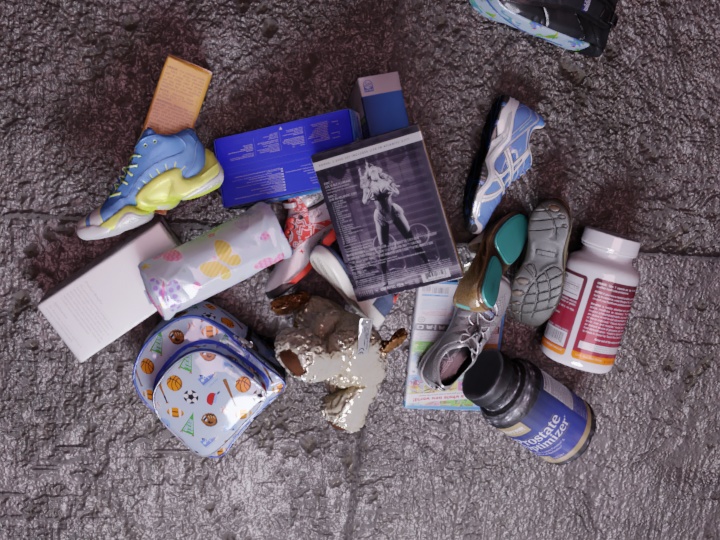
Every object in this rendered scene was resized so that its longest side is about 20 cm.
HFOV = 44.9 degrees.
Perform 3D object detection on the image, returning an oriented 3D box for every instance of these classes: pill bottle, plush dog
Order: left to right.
[{"bbox_3d":[-0.037,0.096,1.208,0.160,0.172,0.201,-40,130,-8],"label":"plush dog"},{"bbox_3d":[0.251,0.202,1.312,0.199,0.112,0.112,34,95,-24],"label":"pill bottle"},{"bbox_3d":[0.349,0.042,1.306,0.112,0.113,0.202,12,101,-13],"label":"pill bottle"}]

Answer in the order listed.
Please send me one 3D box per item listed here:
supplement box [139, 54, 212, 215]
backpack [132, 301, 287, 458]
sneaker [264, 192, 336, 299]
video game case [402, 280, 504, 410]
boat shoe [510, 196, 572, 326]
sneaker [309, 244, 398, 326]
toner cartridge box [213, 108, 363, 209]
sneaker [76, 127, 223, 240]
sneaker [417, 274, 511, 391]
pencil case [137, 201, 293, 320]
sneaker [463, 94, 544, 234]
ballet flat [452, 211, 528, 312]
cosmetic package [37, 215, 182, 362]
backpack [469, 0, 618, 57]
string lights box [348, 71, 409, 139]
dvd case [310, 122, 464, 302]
[{"bbox_3d":[-0.257,-0.181,1.160,0.068,0.067,0.202,16,100,-14],"label":"supplement box"},{"bbox_3d":[-0.217,0.146,1.207,0.190,0.154,0.200,43,95,-6],"label":"backpack"},{"bbox_3d":[-0.089,-0.064,1.222,0.201,0.067,0.108,-46,105,-1],"label":"sneaker"},{"bbox_3d":[0.145,0.115,1.332,0.141,0.018,0.202,3,102,-12],"label":"video game case"},{"bbox_3d":[0.275,-0.016,1.293,0.075,0.074,0.202,17,116,14],"label":"boat shoe"},{"bbox_3d":[0.000,0.000,1.219,0.085,0.075,0.200,-49,147,-6],"label":"sneaker"},{"bbox_3d":[-0.093,-0.146,1.159,0.198,0.043,0.096,-9,89,17],"label":"toner cartridge box"},{"bbox_3d":[-0.279,-0.117,1.107,0.199,0.076,0.106,-26,96,-13],"label":"sneaker"},{"bbox_3d":[0.164,0.097,1.279,0.074,0.082,0.201,30,94,-16],"label":"sneaker"},{"bbox_3d":[-0.189,-0.014,1.135,0.199,0.091,0.084,-29,104,-16],"label":"pencil case"},{"bbox_3d":[0.203,-0.145,1.253,0.076,0.076,0.202,17,100,-10],"label":"sneaker"},{"bbox_3d":[0.182,-0.013,1.263,0.068,0.072,0.201,56,45,-30],"label":"ballet flat"},{"bbox_3d":[-0.327,0.023,1.191,0.199,0.074,0.102,-34,107,-4],"label":"cosmetic package"},{"bbox_3d":[0.242,-0.391,1.182,0.198,0.153,0.165,1,106,-34],"label":"backpack"},{"bbox_3d":[0.036,-0.152,1.177,0.058,0.103,0.202,-12,87,-9],"label":"string lights box"},{"bbox_3d":[0.034,-0.070,1.105,0.147,0.016,0.202,-14,104,19],"label":"dvd case"}]
